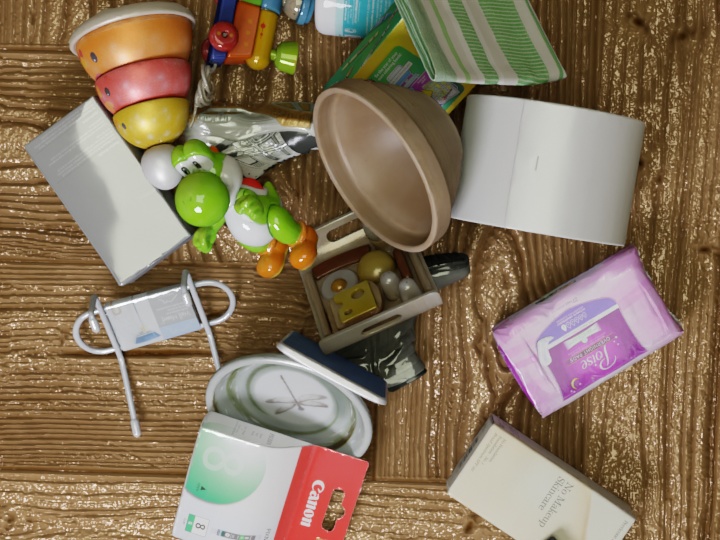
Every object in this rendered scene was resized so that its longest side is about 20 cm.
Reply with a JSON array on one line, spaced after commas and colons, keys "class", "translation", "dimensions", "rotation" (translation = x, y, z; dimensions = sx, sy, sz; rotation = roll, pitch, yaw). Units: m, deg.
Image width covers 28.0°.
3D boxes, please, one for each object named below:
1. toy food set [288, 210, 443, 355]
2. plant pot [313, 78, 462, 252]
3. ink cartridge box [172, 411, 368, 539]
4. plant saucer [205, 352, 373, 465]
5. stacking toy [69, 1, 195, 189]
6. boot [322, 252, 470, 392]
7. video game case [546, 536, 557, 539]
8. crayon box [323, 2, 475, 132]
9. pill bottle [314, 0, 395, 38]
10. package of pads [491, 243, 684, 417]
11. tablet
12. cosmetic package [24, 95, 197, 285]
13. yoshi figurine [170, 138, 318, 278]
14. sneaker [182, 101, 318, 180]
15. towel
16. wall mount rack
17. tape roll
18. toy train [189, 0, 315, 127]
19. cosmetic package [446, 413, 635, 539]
[{"class": "toy food set", "translation": [0.000, 0.000, 1.633], "dimensions": [0.143, 0.200, 0.061], "rotation": [-24, 126, 3]}, {"class": "plant pot", "translation": [0.045, -0.128, 1.565], "dimensions": [0.092, 0.201, 0.202], "rotation": [-34, 92, -25]}, {"class": "ink cartridge box", "translation": [-0.108, 0.268, 1.690], "dimensions": [0.199, 0.050, 0.162], "rotation": [19, 115, 3]}, {"class": "plant saucer", "translation": [-0.079, 0.153, 1.671], "dimensions": [0.198, 0.050, 0.201], "rotation": [9, 137, 8]}, {"class": "stacking toy", "translation": [-0.238, -0.190, 1.627], "dimensions": [0.145, 0.146, 0.202], "rotation": [-15, 83, 3]}, {"class": "boot", "translation": [0.052, 0.065, 1.696], "dimensions": [0.199, 0.068, 0.131], "rotation": [-21, 100, 9]}, {"class": "video game case", "translation": [0.193, 0.414, 1.688], "dimensions": [0.200, 0.019, 0.143], "rotation": [-38, 98, 23]}, {"class": "crayon box", "translation": [0.057, -0.223, 1.608], "dimensions": [0.118, 0.059, 0.200], "rotation": [29, 129, -20]}, {"class": "pill bottle", "translation": [0.051, -0.315, 1.641], "dimensions": [0.198, 0.111, 0.112], "rotation": [6, 94, 1]}, {"class": "package of pads", "translation": [0.263, 0.070, 1.675], "dimensions": [0.199, 0.076, 0.121], "rotation": [-31, 91, 4]}, {"class": "tablet", "translation": [-0.028, 0.106, 1.582], "dimensions": [0.129, 0.200, 0.014], "rotation": [28, 92, 1]}, {"class": "cosmetic package", "translation": [-0.287, -0.093, 1.681], "dimensions": [0.106, 0.090, 0.201], "rotation": [-33, 95, 3]}, {"class": "yoshi figurine", "translation": [-0.142, -0.058, 1.617], "dimensions": [0.112, 0.112, 0.200], "rotation": [-47, 123, 1]}, {"class": "sneaker", "translation": [-0.107, -0.147, 1.686], "dimensions": [0.198, 0.076, 0.088], "rotation": [2, 112, 3]}, {"class": "towel", "translation": [0.122, -0.261, 1.522], "dimensions": [0.023, 0.199, 0.153], "rotation": [-41, 63, 41]}, {"class": "wall mount rack", "translation": [-0.235, 0.094, 1.699], "dimensions": [0.198, 0.075, 0.175], "rotation": [-15, 121, 4]}, {"class": "tape roll", "translation": [0.206, -0.112, 1.603], "dimensions": [0.201, 0.203, 0.140], "rotation": [10, 93, 1]}, {"class": "toy train", "translation": [-0.123, -0.248, 1.657], "dimensions": [0.115, 0.085, 0.202], "rotation": [12, 82, -12]}, {"class": "cosmetic package", "translation": [0.209, 0.268, 1.691], "dimensions": [0.199, 0.073, 0.104], "rotation": [33, 95, 1]}]
